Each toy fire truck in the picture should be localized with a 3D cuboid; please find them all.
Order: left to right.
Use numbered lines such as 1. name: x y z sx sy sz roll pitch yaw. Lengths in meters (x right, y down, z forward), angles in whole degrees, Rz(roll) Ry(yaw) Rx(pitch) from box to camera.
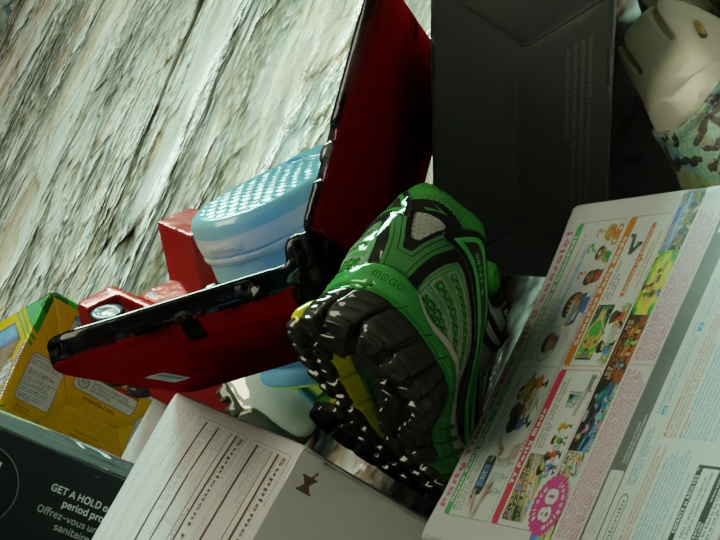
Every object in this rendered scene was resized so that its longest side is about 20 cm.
1. toy fire truck: -0.091 0.027 1.230 0.141 0.049 0.200 -27 31 -34

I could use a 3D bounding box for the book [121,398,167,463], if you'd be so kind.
1. book: -0.112 0.163 1.159 0.134 0.048 0.200 -57 21 14

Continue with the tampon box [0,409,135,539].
1. tampon box: -0.209 0.180 1.100 0.200 0.150 0.126 -66 20 -4

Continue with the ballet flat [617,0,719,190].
1. ballet flat: 0.137 -0.099 0.851 0.074 0.074 0.200 -48 22 31

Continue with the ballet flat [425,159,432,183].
1. ballet flat: 0.051 -0.032 1.017 0.062 0.067 0.200 -4 57 35

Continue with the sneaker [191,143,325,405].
1. sneaker: 0.000 0.000 1.060 0.080 0.131 0.200 -7 15 43

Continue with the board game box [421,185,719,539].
1. board game box: 0.113 0.049 0.697 0.148 0.064 0.200 -64 19 -11

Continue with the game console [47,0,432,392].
1. game console: -0.040 -0.027 0.873 0.172 0.119 0.200 -17 -9 8

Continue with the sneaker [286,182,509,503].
1. sneaker: 0.030 0.036 0.805 0.085 0.078 0.200 -54 -16 -17

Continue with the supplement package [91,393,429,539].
1. supplement package: -0.038 0.135 0.880 0.110 0.114 0.200 -61 17 -7

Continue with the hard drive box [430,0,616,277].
1. hard drive box: 0.078 -0.119 0.911 0.200 0.077 0.156 -80 -10 -48

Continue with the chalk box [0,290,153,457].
1. chalk box: -0.212 0.110 1.365 0.200 0.124 0.124 -21 43 61

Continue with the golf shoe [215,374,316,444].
1. golf shoe: -0.029 0.011 1.116 0.088 0.077 0.200 -36 29 36
